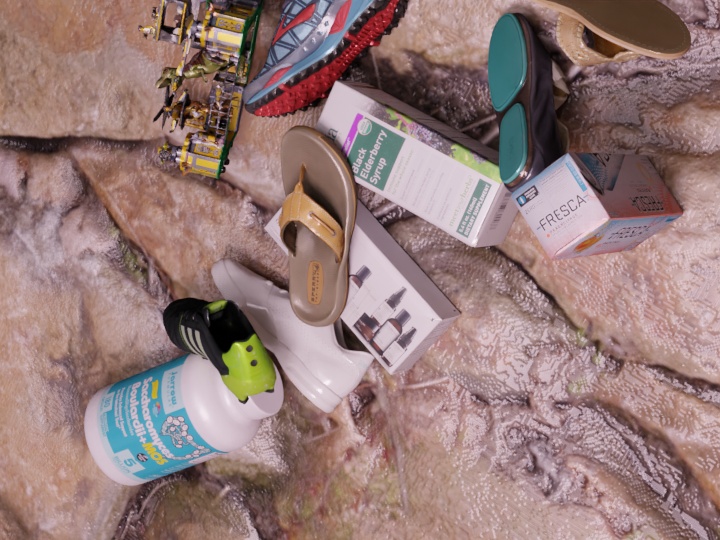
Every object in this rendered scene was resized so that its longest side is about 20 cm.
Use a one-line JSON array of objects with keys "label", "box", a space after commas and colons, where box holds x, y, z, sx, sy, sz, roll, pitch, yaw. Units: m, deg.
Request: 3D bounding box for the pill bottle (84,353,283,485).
[{"label": "pill bottle", "box": [-0.179, 0.145, 1.557, 0.200, 0.111, 0.111, -23, 83, 27]}]

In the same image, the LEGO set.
[{"label": "LEGO set", "box": [-0.174, -0.196, 1.489, 0.116, 0.154, 0.200, 13, 125, 0]}]

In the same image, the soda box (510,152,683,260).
[{"label": "soda box", "box": [0.206, -0.056, 1.287, 0.064, 0.200, 0.068, -37, 76, 25]}]

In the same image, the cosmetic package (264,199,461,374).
[{"label": "cosmetic package", "box": [0.000, 0.000, 1.485, 0.200, 0.051, 0.083, 48, 112, 16]}]

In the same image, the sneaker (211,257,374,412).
[{"label": "sneaker", "box": [-0.065, 0.046, 1.522, 0.088, 0.075, 0.200, -44, 70, 2]}]

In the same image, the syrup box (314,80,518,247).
[{"label": "syrup box", "box": [0.055, -0.103, 1.430, 0.200, 0.081, 0.079, 30, 106, 21]}]

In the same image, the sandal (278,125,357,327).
[{"label": "sandal", "box": [-0.049, -0.037, 1.435, 0.080, 0.054, 0.200, 11, 110, 30]}]

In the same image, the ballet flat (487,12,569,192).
[{"label": "ballet flat", "box": [0.156, -0.146, 1.371, 0.073, 0.073, 0.200, -22, 50, 27]}]

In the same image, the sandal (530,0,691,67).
[{"label": "sandal", "box": [0.204, -0.220, 1.363, 0.212, 0.078, 0.070, 34, 140, 28]}]

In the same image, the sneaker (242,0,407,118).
[{"label": "sneaker", "box": [-0.045, -0.233, 1.486, 0.200, 0.079, 0.096, -40, 66, 16]}]

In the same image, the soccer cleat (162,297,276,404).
[{"label": "soccer cleat", "box": [-0.140, 0.056, 1.472, 0.200, 0.068, 0.081, 34, 142, 53]}]
